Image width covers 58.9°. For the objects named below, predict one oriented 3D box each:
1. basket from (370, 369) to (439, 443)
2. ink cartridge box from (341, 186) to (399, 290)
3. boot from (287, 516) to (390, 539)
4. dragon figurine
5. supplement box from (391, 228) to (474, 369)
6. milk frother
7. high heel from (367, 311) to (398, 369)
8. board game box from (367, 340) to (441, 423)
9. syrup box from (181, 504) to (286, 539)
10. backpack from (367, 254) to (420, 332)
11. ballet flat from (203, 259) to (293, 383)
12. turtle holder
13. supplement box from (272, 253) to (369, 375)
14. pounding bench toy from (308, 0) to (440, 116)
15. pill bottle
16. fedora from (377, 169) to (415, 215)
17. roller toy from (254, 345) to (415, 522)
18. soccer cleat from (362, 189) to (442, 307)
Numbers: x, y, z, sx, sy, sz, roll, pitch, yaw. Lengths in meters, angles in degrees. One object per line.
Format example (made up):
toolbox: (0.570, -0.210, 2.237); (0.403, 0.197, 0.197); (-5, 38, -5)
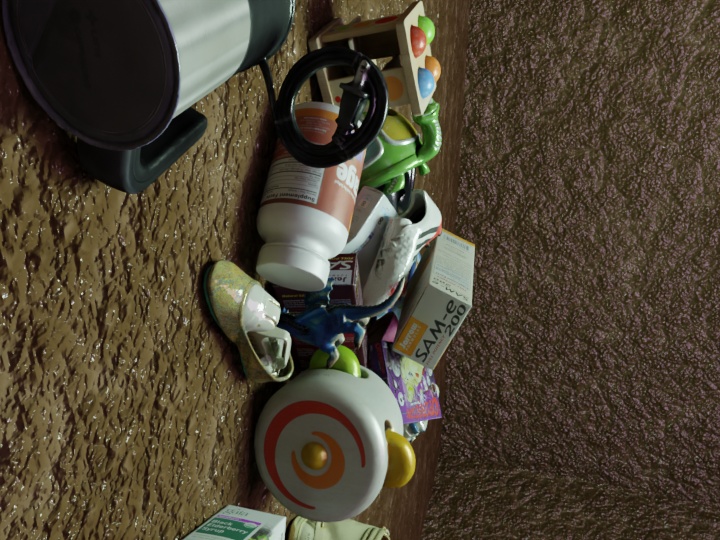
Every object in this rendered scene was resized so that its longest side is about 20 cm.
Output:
basket: (0.030, 0.246, 1.133); (0.141, 0.197, 0.176); (64, 28, -12)
ink cartridge box: (0.000, 0.000, 0.969); (0.202, 0.047, 0.160); (-59, 145, -11)
boot: (-0.023, 0.438, 1.066); (0.200, 0.152, 0.075); (28, 69, -75)
dragon figurine: (-0.042, 0.052, 0.766); (0.199, 0.099, 0.059); (-37, -162, 38)
supplement box: (0.117, 0.037, 0.981); (0.201, 0.072, 0.128); (-68, -176, -60)
milk frother: (-0.090, -0.140, 0.442); (0.189, 0.195, 0.184); (-63, 159, -53)
high heel: (-0.015, 0.143, 1.026); (0.199, 0.067, 0.097); (-38, 144, -29)
board game box: (0.073, 0.175, 0.990); (0.199, 0.032, 0.123); (18, 63, -63)
syrup box: (-0.149, 0.318, 0.659); (0.200, 0.077, 0.084); (4, 93, -76)
backpack: (0.041, 0.055, 1.169); (0.185, 0.144, 0.202); (76, 30, -44)
ballet flat: (-0.114, 0.062, 0.709); (0.202, 0.069, 0.072); (80, 22, -49)
turtle holder: (0.035, -0.188, 0.990); (0.140, 0.185, 0.134); (-30, 96, -28)
supplement box: (-0.048, 0.070, 0.880); (0.062, 0.106, 0.203); (-85, 172, -45)
pounding bench toy: (0.039, -0.312, 0.928); (0.201, 0.152, 0.126); (-65, 145, -53)
pill bottle: (-0.061, -0.085, 0.760); (0.112, 0.109, 0.205); (62, 37, -67)
fedora: (0.043, -0.173, 1.182); (0.200, 0.089, 0.206); (7, 90, -76)
roller toy: (-0.040, 0.224, 0.837); (0.182, 0.201, 0.140); (-42, 174, 16)
soccer cleat: (0.054, -0.031, 0.930); (0.201, 0.068, 0.086); (-53, 134, -24)
